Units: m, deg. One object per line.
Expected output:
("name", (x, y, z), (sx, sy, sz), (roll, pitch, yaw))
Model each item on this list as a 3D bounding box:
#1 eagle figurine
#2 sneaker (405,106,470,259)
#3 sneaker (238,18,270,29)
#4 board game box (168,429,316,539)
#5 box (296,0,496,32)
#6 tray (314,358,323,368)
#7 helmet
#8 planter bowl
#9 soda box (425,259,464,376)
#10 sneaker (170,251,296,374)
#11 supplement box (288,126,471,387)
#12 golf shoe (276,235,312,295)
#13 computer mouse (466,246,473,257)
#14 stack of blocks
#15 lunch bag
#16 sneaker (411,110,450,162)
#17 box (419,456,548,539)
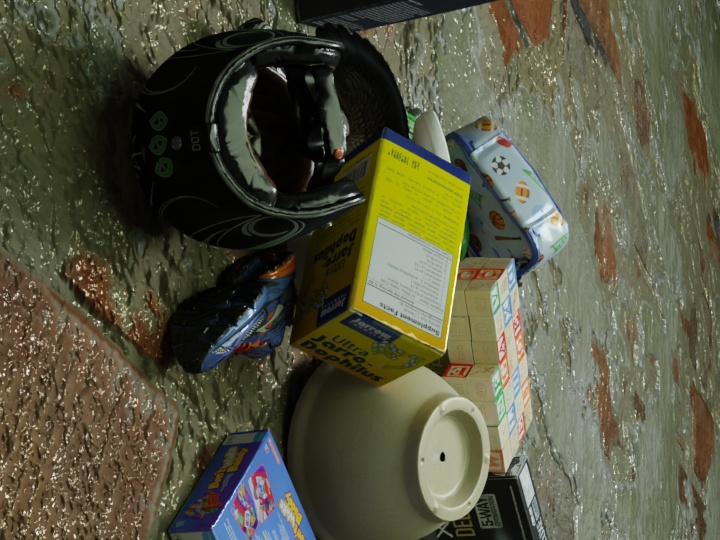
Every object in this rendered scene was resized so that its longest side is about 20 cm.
("eagle figurine", (0.005, -0.149, 1.467), (0.150, 0.151, 0.202), (7, 81, -43))
("sneaker", (0.064, -0.085, 1.644), (0.085, 0.078, 0.202), (-40, 110, -53))
("sneaker", (-0.075, -0.138, 1.320), (0.078, 0.084, 0.202), (-30, 110, -63))
("board game box", (-0.089, 0.263, 1.239), (0.135, 0.044, 0.201), (-58, 134, -54))
("box", (0.033, -0.374, 1.499), (0.117, 0.198, 0.199), (-2, 85, -64))
("tray", (0.014, 0.090, 1.516), (0.200, 0.037, 0.099), (-50, 128, -56))
("helmet", (-0.094, -0.109, 1.170), (0.198, 0.190, 0.202), (1, 88, -29))
("planter bowl", (0.043, 0.181, 1.378), (0.199, 0.134, 0.203), (-2, 92, -49))
("soda box", (0.092, 0.093, 1.560), (0.068, 0.063, 0.202), (-44, 131, -59))
("sneaker", (-0.101, 0.048, 1.247), (0.200, 0.075, 0.079), (-43, 124, -58))
("supplement box", (0.020, -0.012, 1.320), (0.108, 0.109, 0.202), (26, 57, -24))
("golf shoe", (0.000, 0.000, 1.418), (0.199, 0.091, 0.076), (24, 47, -45))
("computer mouse", (0.110, 0.056, 1.686), (0.044, 0.109, 0.202), (8, 62, -36))
("stack of blocks", (0.133, 0.101, 1.503), (0.115, 0.058, 0.202), (-48, 134, -56))
("lunch bag", (0.158, -0.076, 1.691), (0.075, 0.160, 0.201), (-30, 86, -26))
("sneaker", (0.056, -0.079, 1.559), (0.073, 0.084, 0.202), (-113, -160, -59))
("box", (0.131, 0.308, 1.558), (0.050, 0.156, 0.202), (-48, 126, -58))
